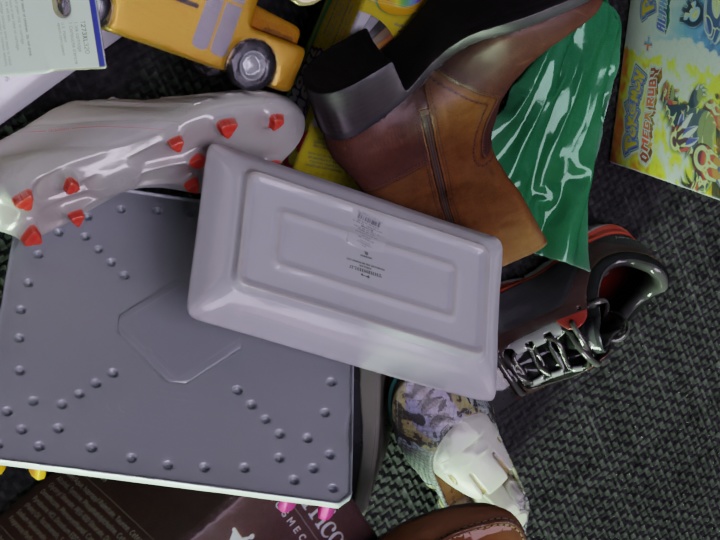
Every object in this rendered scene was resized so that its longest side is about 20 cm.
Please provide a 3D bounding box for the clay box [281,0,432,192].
[{"bbox_3d":[0.016,-0.102,1.150,0.114,0.048,0.201,9,118,-31],"label":"clay box"}]

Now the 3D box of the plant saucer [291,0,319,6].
[{"bbox_3d":[-0.016,-0.268,1.079,0.199,0.048,0.201,-33,86,-20],"label":"plant saucer"}]

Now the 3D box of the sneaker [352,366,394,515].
[{"bbox_3d":[-0.033,0.073,1.205,0.105,0.075,0.201,10,129,9],"label":"sneaker"}]

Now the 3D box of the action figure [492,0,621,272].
[{"bbox_3d":[0.126,-0.112,1.242,0.118,0.055,0.201,18,88,-31],"label":"action figure"}]

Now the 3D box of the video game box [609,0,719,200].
[{"bbox_3d":[0.239,-0.149,1.220,0.046,0.182,0.202,-1,104,-25],"label":"video game box"}]

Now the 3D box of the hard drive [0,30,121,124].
[{"bbox_3d":[-0.181,-0.180,1.063,0.200,0.027,0.132,-38,119,-15],"label":"hard drive"}]

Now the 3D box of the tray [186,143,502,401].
[{"bbox_3d":[0.000,0.000,1.069,0.199,0.022,0.108,17,62,-25],"label":"tray"}]

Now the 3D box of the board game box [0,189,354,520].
[{"bbox_3d":[-0.103,0.041,1.057,0.198,0.201,0.026,9,138,-9],"label":"board game box"}]

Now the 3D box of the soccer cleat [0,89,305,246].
[{"bbox_3d":[-0.129,-0.075,1.084,0.199,0.078,0.070,-17,137,-21],"label":"soccer cleat"}]

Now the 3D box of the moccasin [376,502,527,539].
[{"bbox_3d":[0.012,0.195,1.056,0.200,0.078,0.074,-22,115,-24],"label":"moccasin"}]

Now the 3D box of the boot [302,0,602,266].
[{"bbox_3d":[0.080,-0.075,1.125,0.188,0.069,0.201,-31,132,-3],"label":"boot"}]

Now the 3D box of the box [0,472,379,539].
[{"bbox_3d":[-0.103,0.192,1.132,0.200,0.164,0.166,-40,120,-14],"label":"box"}]

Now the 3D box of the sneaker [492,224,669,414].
[{"bbox_3d":[0.125,0.042,1.267,0.200,0.082,0.077,-41,120,-11],"label":"sneaker"}]

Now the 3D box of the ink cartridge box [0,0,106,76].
[{"bbox_3d":[-0.221,-0.147,0.967,0.037,0.199,0.095,-41,128,-64],"label":"ink cartridge box"}]

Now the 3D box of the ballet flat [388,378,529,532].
[{"bbox_3d":[0.075,0.129,1.233,0.072,0.072,0.201,-42,143,-13],"label":"ballet flat"}]

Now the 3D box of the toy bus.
[{"bbox_3d":[-0.123,-0.162,1.048,0.199,0.065,0.079,16,95,-32],"label":"toy bus"}]
